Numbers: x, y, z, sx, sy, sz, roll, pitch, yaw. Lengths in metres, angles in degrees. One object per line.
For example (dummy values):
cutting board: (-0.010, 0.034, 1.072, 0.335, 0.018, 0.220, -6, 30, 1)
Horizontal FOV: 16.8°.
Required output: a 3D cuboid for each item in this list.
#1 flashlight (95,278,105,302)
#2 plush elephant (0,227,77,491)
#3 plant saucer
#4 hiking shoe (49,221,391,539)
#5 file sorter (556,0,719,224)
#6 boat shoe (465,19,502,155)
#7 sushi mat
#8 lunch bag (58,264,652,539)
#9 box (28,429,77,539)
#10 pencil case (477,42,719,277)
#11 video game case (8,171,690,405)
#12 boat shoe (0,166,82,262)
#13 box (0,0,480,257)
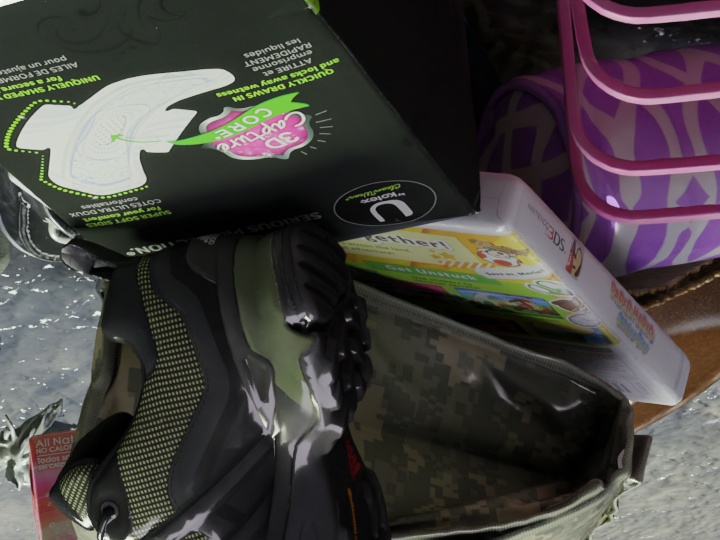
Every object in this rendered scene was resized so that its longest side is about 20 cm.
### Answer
flashlight: (-0.060, -0.009, 1.032, 0.068, 0.068, 0.200, 3, 154, -17)
plush elephant: (-0.213, 0.044, 1.031, 0.199, 0.166, 0.155, 1, 147, -10)
plant saucer: (0.106, 0.051, 1.140, 0.199, 0.035, 0.200, -23, 161, -8)
hiking shoe: (-0.045, 0.082, 0.778, 0.100, 0.201, 0.076, 0, -166, 15)
file sorter: (0.125, -0.111, 0.766, 0.138, 0.126, 0.200, -5, 155, 4)
boat shoe: (0.033, -0.037, 0.979, 0.084, 0.069, 0.200, -14, 153, 22)
sushi mat: (0.051, 0.013, 1.023, 0.199, 0.012, 0.095, -7, -172, 37)
lunch bag: (-0.001, 0.077, 0.899, 0.199, 0.118, 0.164, 9, 162, 1)
box: (-0.035, 0.116, 1.027, 0.199, 0.095, 0.103, -8, 156, -6)
pencil case: (0.141, -0.043, 0.922, 0.199, 0.084, 0.086, -6, 151, -24)
video game case: (0.000, 0.000, 0.886, 0.199, 0.023, 0.182, 7, 162, 29)
boat shoe: (-0.104, -0.039, 0.962, 0.071, 0.068, 0.200, 8, 153, -21)
box: (-0.055, -0.107, 0.727, 0.124, 0.149, 0.200, -11, 154, 17)
